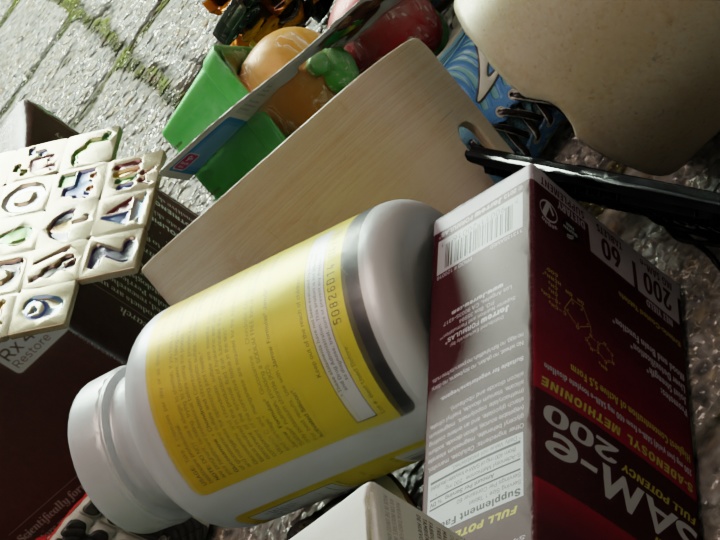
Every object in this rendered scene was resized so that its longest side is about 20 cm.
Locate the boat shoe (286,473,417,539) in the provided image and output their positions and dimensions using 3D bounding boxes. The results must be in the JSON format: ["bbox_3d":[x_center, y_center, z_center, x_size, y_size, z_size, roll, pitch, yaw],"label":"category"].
[{"bbox_3d":[0.017,0.156,0.732,0.065,0.073,0.200,-23,21,-6],"label":"boat shoe"}]

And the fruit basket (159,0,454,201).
[{"bbox_3d":[-0.007,-0.113,0.986,0.200,0.094,0.185,-34,-3,15],"label":"fruit basket"}]

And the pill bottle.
[{"bbox_3d":[-0.036,0.053,0.799,0.200,0.112,0.112,-25,41,28],"label":"pill bottle"}]

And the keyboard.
[{"bbox_3d":[0.133,-0.019,0.738,0.200,0.104,0.040,21,101,59],"label":"keyboard"}]

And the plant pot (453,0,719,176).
[{"bbox_3d":[0.147,-0.150,0.769,0.184,0.200,0.201,-52,29,23],"label":"plant pot"}]

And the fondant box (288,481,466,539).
[{"bbox_3d":[0.024,0.172,0.592,0.144,0.200,0.058,-39,33,25],"label":"fondant box"}]

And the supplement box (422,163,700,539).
[{"bbox_3d":[0.083,0.067,0.705,0.061,0.109,0.200,-30,39,34],"label":"supplement box"}]

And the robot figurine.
[{"bbox_3d":[-0.027,-0.220,1.125,0.200,0.058,0.145,-47,-10,12],"label":"robot figurine"}]

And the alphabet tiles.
[{"bbox_3d":[-0.205,-0.014,0.950,0.200,0.006,0.167,-12,40,14],"label":"alphabet tiles"}]

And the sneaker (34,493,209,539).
[{"bbox_3d":[-0.163,0.167,0.983,0.200,0.077,0.085,-47,26,12],"label":"sneaker"}]

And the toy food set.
[{"bbox_3d":[0.000,0.000,0.864,0.200,0.144,0.060,-39,0,29],"label":"toy food set"}]

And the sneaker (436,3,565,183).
[{"bbox_3d":[0.078,-0.095,0.904,0.090,0.078,0.200,-6,55,48],"label":"sneaker"}]

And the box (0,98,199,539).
[{"bbox_3d":[-0.195,0.040,1.060,0.166,0.164,0.200,-40,34,22],"label":"box"}]
